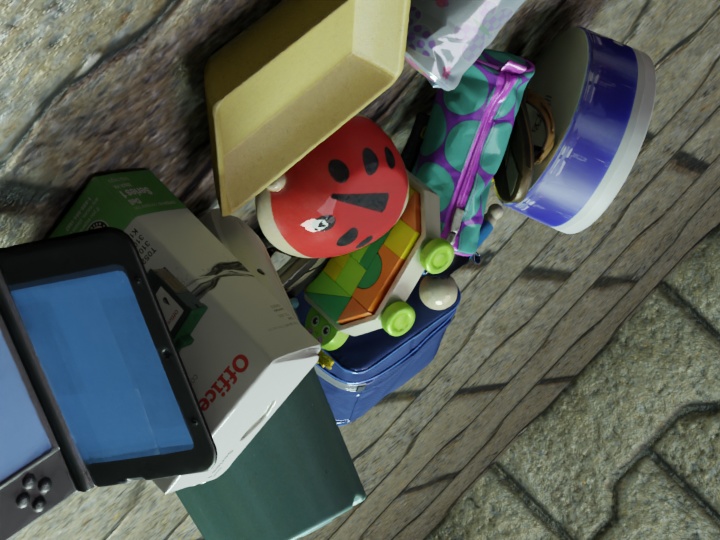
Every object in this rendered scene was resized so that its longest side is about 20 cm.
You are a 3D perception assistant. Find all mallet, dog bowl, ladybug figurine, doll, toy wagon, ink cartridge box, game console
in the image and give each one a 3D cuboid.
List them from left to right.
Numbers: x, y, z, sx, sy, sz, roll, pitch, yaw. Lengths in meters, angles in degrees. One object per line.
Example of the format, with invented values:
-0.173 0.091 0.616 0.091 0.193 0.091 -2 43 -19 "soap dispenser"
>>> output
-0.224 0.089 1.300 0.176 0.116 0.200 -34 116 -32 "game console"
-0.151 0.045 1.402 0.146 0.200 0.084 -51 164 20 "ink cartridge box"
-0.019 -0.070 1.629 0.200 0.072 0.136 -5 114 -59 "ladybug figurine"
0.000 0.000 1.743 0.040 0.155 0.200 21 104 -44 "toy wagon"
0.031 -0.056 1.810 0.066 0.041 0.200 18 102 -51 "mallet"
0.090 -0.055 1.865 0.136 0.048 0.201 -12 116 -41 "doll"
0.216 -0.144 1.907 0.200 0.079 0.200 -60 -163 30 "dog bowl"

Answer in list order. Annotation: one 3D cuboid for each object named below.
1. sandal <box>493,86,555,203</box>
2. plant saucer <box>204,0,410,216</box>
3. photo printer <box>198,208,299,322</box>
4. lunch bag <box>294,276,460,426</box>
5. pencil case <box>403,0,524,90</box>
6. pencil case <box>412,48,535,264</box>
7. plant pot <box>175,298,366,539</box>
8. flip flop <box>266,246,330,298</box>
0.162 -0.137 1.831 0.200 0.054 0.082 -87 -171 -59 "sandal"
-0.049 -0.154 1.443 0.200 0.048 0.200 -40 164 -17 "plant saucer"
-0.130 0.054 1.533 0.069 0.200 0.166 27 111 -34 "photo printer"
0.010 0.048 1.948 0.200 0.136 0.132 -38 164 -29 "lunch bag"
0.107 -0.244 1.547 0.200 0.083 0.091 -47 148 9 "pencil case"
0.098 -0.110 1.756 0.092 0.085 0.200 -132 -124 -66 "pencil case"
-0.102 0.156 1.720 0.200 0.196 0.200 -28 176 -2 "plant pot"
-0.110 0.015 1.726 0.200 0.058 0.081 -32 171 10 "flip flop"
